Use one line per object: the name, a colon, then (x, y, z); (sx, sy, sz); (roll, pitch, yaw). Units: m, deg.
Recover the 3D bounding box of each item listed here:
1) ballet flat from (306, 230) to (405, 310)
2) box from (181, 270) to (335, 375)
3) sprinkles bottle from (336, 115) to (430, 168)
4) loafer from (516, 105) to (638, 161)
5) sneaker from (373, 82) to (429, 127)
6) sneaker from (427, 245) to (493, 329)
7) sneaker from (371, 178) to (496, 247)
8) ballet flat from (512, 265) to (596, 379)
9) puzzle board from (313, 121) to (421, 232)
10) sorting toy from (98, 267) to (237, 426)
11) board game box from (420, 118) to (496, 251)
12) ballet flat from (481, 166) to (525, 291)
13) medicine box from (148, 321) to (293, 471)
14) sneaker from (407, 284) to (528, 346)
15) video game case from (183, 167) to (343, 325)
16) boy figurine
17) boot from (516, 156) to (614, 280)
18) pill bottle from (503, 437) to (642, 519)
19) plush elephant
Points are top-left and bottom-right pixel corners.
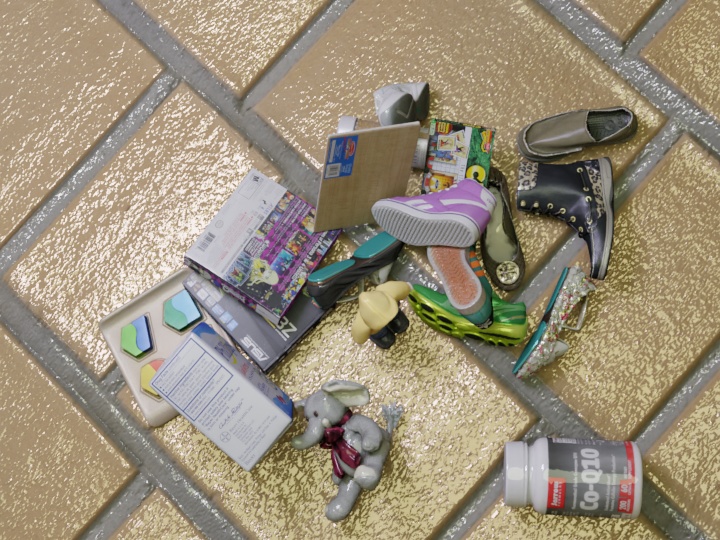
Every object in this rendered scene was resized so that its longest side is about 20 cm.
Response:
ballet flat: (0.000, 0.000, 1.736); (0.199, 0.068, 0.069); (-30, 115, -23)
box: (-0.162, 0.040, 1.750); (0.161, 0.049, 0.200); (-43, 80, -11)
sprinkles bottle: (0.060, -0.204, 1.768); (0.197, 0.068, 0.069); (9, 82, 7)
loafer: (0.347, -0.228, 1.742); (0.197, 0.070, 0.076); (-14, 79, 3)
sneaker: (0.053, -0.255, 1.727); (0.079, 0.200, 0.071); (7, 109, 15)
sneaker: (0.156, 0.009, 1.675); (0.071, 0.080, 0.201); (-26, 42, 13)
sneaker: (0.120, -0.097, 1.699); (0.198, 0.073, 0.115); (12, 50, 33)
ballet flat: (0.306, 0.088, 1.695); (0.063, 0.076, 0.202); (28, 87, 2)
puzzle board: (0.007, -0.145, 1.687); (0.149, 0.201, 0.018); (-10, 50, -19)
sorting toy: (-0.308, 0.122, 1.767); (0.184, 0.036, 0.201); (-31, 79, 0)
board game box: (0.148, -0.132, 1.728); (0.103, 0.023, 0.203); (9, 108, 5)
ballet flat: (0.222, -0.068, 1.740); (0.066, 0.046, 0.203); (-7, 80, 5)
medicine box: (-0.205, 0.185, 1.650); (0.200, 0.182, 0.103); (42, 90, -4)
sneaker: (0.169, 0.059, 1.721); (0.197, 0.074, 0.084); (17, 62, 8)
video game case: (-0.151, -0.041, 1.725); (0.180, 0.036, 0.201); (32, 61, 4)
boy figurine: (0.035, 0.063, 1.661); (0.064, 0.200, 0.124); (43, 84, 11)
boot: (0.320, -0.084, 1.718); (0.151, 0.074, 0.207); (2, 69, 7)
pill bottle: (0.315, 0.310, 1.635); (0.197, 0.114, 0.116); (1, 81, 6)
plush elephant: (-0.034, 0.247, 1.661); (0.154, 0.165, 0.201); (31, 56, -4)
